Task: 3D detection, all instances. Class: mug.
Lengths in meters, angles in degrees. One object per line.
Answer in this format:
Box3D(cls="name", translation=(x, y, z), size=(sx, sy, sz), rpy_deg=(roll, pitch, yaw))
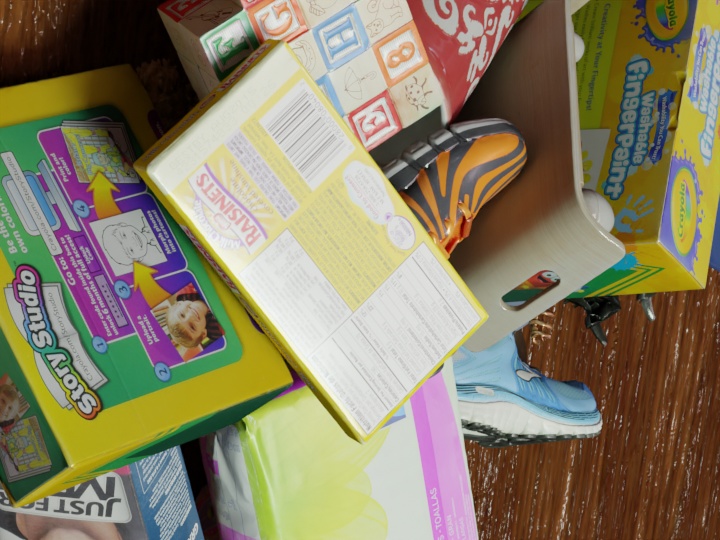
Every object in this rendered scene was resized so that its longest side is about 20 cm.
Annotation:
Box3D(cls="mug", translation=(0.030, -0.173, 1.499), size=(0.133, 0.177, 0.200), rpy_deg=(44, 57, -13))

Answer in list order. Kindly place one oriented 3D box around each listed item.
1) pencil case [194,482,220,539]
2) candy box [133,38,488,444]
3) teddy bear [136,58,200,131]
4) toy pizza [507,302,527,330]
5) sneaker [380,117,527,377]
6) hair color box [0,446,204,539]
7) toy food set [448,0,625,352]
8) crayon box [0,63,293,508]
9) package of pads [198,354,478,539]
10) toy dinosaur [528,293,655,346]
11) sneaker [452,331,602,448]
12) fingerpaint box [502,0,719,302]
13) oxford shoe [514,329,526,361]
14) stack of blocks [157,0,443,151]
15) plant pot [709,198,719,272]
Box3D(cls="pencil case", translation=(-0.049, 0.123, 1.495), size=(0.201, 0.087, 0.087), rpy_deg=(-59, 144, -7))
Box3D(cls="candy box", translation=(-0.023, -0.014, 1.275), size=(0.102, 0.026, 0.200), rpy_deg=(-43, 114, -13))
Box3D(cls="teddy bear", translation=(-0.075, -0.073, 1.382), size=(0.144, 0.067, 0.201), rpy_deg=(5, 112, -34))
Box3D(cls="toy pizza", translation=(0.090, -0.057, 1.657), size=(0.200, 0.032, 0.202), rpy_deg=(0, 90, -57))
Box3D(cls="sneaker", translation=(0.037, -0.001, 1.391), size=(0.200, 0.112, 0.078), rpy_deg=(-34, 151, -16))
Box3D(cls="hair color box", translation=(-0.149, 0.139, 1.356), size=(0.061, 0.099, 0.201), rpy_deg=(-62, 148, -48))
Box3D(cls="toy food set", translation=(0.105, -0.067, 1.488), size=(0.060, 0.143, 0.201), rpy_deg=(22, 52, -30))
Box3D(cls="crayon box", translation=(-0.148, 0.002, 1.250), size=(0.172, 0.058, 0.201), rpy_deg=(-18, 77, -49))
Box3D(cls="package of pads", translation=(-0.011, 0.140, 1.430), size=(0.154, 0.068, 0.201), rpy_deg=(-23, 116, -28))
Box3D(cls="toy dinosaur", translation=(0.145, -0.025, 1.653), size=(0.136, 0.102, 0.200), rpy_deg=(42, 66, -20))
Box3D(cls="sneaker", translation=(0.097, 0.068, 1.597), size=(0.200, 0.078, 0.091), rpy_deg=(15, 71, -54))
Box3D(cls="fingerpaint box", translation=(0.150, -0.085, 1.562), size=(0.073, 0.166, 0.201), rpy_deg=(40, 54, -47))
Box3D(cls="oxford shoe", translation=(0.050, 0.072, 1.653), size=(0.200, 0.072, 0.085), rpy_deg=(-30, 119, -55))
Box3D(cls="stack of blocks", translation=(-0.045, -0.148, 1.282), size=(0.115, 0.059, 0.201), rpy_deg=(-32, 126, -14))
Box3D(cls="plant pot", translation=(0.302, -0.125, 1.785), size=(0.179, 0.200, 0.201), rpy_deg=(-18, 131, 0))
